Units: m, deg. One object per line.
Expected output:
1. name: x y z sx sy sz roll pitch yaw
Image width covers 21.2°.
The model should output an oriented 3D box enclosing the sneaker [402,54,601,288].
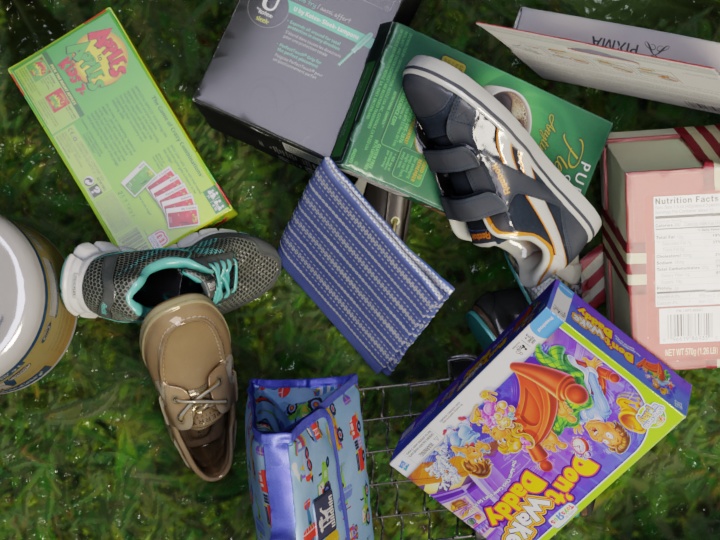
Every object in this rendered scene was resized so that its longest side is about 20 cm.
1. sneaker: 0.093 -0.070 1.435 0.200 0.078 0.079 44 75 -18

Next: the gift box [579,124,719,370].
1. gift box: 0.271 -0.011 1.523 0.184 0.187 0.200 1 105 1

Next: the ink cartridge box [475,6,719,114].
1. ink cartridge box: 0.211 -0.172 1.511 0.200 0.174 0.044 15 86 25

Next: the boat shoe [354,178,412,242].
1. boat shoe: 0.034 -0.095 1.595 0.061 0.072 0.201 18 94 5

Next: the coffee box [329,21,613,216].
1. coffee box: 0.086 -0.098 1.496 0.200 0.044 0.123 21 86 -18

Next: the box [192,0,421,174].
1. box: -0.034 -0.192 1.564 0.124 0.149 0.200 24 86 3

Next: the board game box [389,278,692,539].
1. board game box: 0.136 0.118 1.470 0.134 0.045 0.200 38 123 -7

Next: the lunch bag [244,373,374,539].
1. lunch bag: -0.050 0.175 1.451 0.094 0.200 0.151 -4 100 7

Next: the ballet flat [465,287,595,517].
1. ballet flat: 0.160 0.101 1.577 0.068 0.068 0.200 -26 85 -13

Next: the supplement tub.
1. supplement tub: -0.305 0.026 1.534 0.144 0.200 0.145 0 85 3

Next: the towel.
1. towel: 0.000 0.000 1.529 0.024 0.200 0.145 -39 83 -23

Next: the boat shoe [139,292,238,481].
1. boat shoe: -0.126 0.093 1.523 0.071 0.200 0.065 -20 54 -9

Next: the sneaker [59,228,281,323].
1. sneaker: -0.135 0.012 1.537 0.200 0.091 0.078 -10 106 -39

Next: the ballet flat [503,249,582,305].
1. ballet flat: 0.138 -0.038 1.572 0.072 0.072 0.200 -32 78 0

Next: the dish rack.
1. dish rack: 0.014 0.157 1.571 0.200 0.055 0.154 -7 98 7

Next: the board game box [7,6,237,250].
1. board game box: -0.199 -0.107 1.616 0.102 0.048 0.200 -31 85 -1
